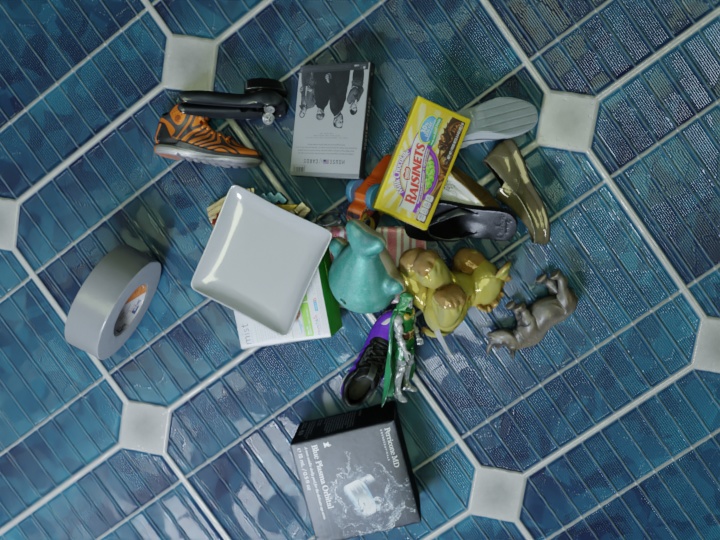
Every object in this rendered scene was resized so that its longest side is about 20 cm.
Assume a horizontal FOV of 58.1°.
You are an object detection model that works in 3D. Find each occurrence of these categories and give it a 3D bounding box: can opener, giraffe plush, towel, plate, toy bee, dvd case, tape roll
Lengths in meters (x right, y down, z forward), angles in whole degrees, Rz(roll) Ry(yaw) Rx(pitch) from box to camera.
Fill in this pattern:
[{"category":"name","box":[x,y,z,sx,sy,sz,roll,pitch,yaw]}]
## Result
[{"category":"can opener","box":[-0.225,-0.296,1.158,0.199,0.064,0.079,-10,53,-20]},{"category":"giraffe plush","box":[0.177,0.026,1.128,0.162,0.172,0.201,-30,103,-16]},{"category":"towel","box":[0.023,-0.010,1.206,0.199,0.030,0.147,1,95,5]},{"category":"plate","box":[-0.170,-0.018,1.116,0.199,0.032,0.201,26,98,8]},{"category":"toy bee","box":[0.009,-0.113,1.163,0.199,0.131,0.109,-29,132,-9]},{"category":"dvd case","box":[-0.052,-0.265,1.154,0.150,0.025,0.201,7,94,30]},{"category":"tape roll","box":[-0.440,0.056,1.164,0.066,0.200,0.201,28,97,0]}]

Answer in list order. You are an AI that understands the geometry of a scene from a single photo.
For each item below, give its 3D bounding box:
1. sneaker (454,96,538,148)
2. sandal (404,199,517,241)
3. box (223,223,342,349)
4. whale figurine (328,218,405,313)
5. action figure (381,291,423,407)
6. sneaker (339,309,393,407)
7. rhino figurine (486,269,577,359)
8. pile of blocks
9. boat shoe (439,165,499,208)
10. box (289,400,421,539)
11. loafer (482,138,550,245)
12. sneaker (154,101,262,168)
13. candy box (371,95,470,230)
[{"category":"sneaker","box":[0.211,-0.259,1.148,0.199,0.071,0.073,-8,89,-5]},{"category":"sandal","box":[0.169,-0.082,1.126,0.199,0.043,0.076,0,122,21]},{"category":"box","box":[-0.142,0.028,1.179,0.175,0.097,0.201,-10,94,14]},{"category":"whale figurine","box":[0.000,0.000,1.097,0.159,0.200,0.104,35,67,18]},{"category":"action figure","box":[0.077,0.131,1.147,0.054,0.118,0.201,10,114,26]},{"category":"sneaker","box":[0.027,0.170,1.187,0.069,0.100,0.201,28,98,-1]},{"category":"rhino figurine","box":[0.307,0.091,1.178,0.200,0.060,0.087,-43,102,10]},{"category":"pile of blocks","box":[-0.193,-0.113,1.197,0.199,0.062,0.083,-6,95,5]},{"category":"boat shoe","box":[0.169,-0.139,1.167,0.200,0.071,0.069,42,118,5]},{"category":"box","box":[-0.006,0.372,1.204,0.199,0.117,0.198,-15,94,5]},{"category":"loafer","box":[0.278,-0.133,1.155,0.067,0.076,0.201,-23,84,7]},{"category":"sneaker","box":[-0.273,-0.253,1.183,0.199,0.078,0.113,9,88,-5]},{"category":"candy box","box":[0.102,-0.179,1.090,0.102,0.026,0.201,21,92,-8]}]
